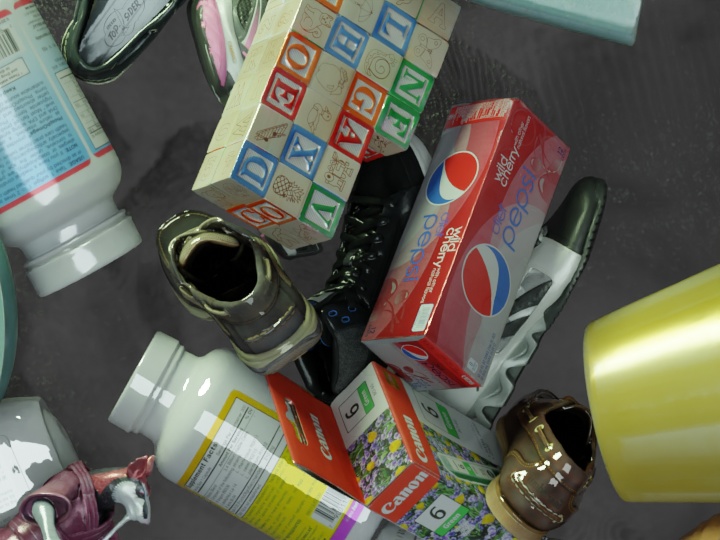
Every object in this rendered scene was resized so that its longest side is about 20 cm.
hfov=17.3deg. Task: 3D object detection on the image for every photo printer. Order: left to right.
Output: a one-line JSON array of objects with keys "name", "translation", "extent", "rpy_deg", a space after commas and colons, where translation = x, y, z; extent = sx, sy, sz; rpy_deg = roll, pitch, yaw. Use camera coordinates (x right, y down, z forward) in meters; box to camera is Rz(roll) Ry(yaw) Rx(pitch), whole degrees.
[{"name": "photo printer", "translation": [-0.264, 0.198, 1.692], "extent": [0.166, 0.069, 0.201], "rpy_deg": [-23, 96, 1]}]

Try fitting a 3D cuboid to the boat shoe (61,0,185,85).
[{"name": "boat shoe", "translation": [-0.145, -0.217, 1.650], "extent": [0.074, 0.066, 0.200], "rpy_deg": [39, 94, -4]}]

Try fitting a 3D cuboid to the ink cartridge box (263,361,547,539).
[{"name": "ink cartridge box", "translation": [0.030, 0.122, 1.587], "extent": [0.200, 0.109, 0.050], "rpy_deg": [33, 111, -34]}]

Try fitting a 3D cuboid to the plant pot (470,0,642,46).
[{"name": "plant pot", "translation": [0.103, -0.264, 1.594], "extent": [0.199, 0.196, 0.197], "rpy_deg": [10, 96, 5]}]

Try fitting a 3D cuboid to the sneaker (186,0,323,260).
[{"name": "sneaker", "translation": [-0.052, -0.106, 1.661], "extent": [0.086, 0.080, 0.201], "rpy_deg": [-18, 102, -10]}]

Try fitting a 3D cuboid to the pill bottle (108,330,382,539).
[{"name": "pill bottle", "translation": [-0.074, 0.122, 1.670], "extent": [0.199, 0.104, 0.105], "rpy_deg": [30, 95, -4]}]

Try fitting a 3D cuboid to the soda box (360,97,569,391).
[{"name": "soda box", "translation": [0.074, -0.019, 1.620], "extent": [0.070, 0.063, 0.201], "rpy_deg": [41, 58, -34]}]

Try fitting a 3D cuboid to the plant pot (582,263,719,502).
[{"name": "plant pot", "translation": [0.260, 0.080, 1.635], "extent": [0.188, 0.201, 0.202], "rpy_deg": [-13, 97, 15]}]

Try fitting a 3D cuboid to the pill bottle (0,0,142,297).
[{"name": "pill bottle", "translation": [-0.235, -0.088, 1.642], "extent": [0.108, 0.109, 0.201], "rpy_deg": [-28, 96, 2]}]

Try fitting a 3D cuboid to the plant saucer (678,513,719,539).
[{"name": "plant saucer", "translation": [0.228, 0.266, 1.649], "extent": [0.037, 0.200, 0.201], "rpy_deg": [8, 96, 16]}]

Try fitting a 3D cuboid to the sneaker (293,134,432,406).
[{"name": "sneaker", "translation": [0.000, 0.000, 1.642], "extent": [0.073, 0.112, 0.201], "rpy_deg": [-1, 90, 43]}]

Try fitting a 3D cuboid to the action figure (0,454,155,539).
[{"name": "action figure", "translation": [-0.220, 0.190, 1.626], "extent": [0.200, 0.134, 0.149], "rpy_deg": [-42, 52, -10]}]

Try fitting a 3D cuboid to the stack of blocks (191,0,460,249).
[{"name": "stack of blocks", "translation": [-0.021, -0.118, 1.610], "extent": [0.115, 0.058, 0.201], "rpy_deg": [30, 68, -24]}]

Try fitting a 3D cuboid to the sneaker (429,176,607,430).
[{"name": "sneaker", "translation": [0.101, 0.011, 1.674], "extent": [0.088, 0.074, 0.201], "rpy_deg": [30, 99, 0]}]

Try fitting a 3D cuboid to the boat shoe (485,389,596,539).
[{"name": "boat shoe", "translation": [0.134, 0.122, 1.621], "extent": [0.070, 0.200, 0.070], "rpy_deg": [38, 107, -6]}]

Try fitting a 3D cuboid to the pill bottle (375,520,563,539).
[{"name": "pill bottle", "translation": [0.107, 0.242, 1.662], "extent": [0.199, 0.114, 0.114], "rpy_deg": [6, 96, 12]}]

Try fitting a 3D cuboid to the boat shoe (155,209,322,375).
[{"name": "boat shoe", "translation": [-0.091, -0.004, 1.613], "extent": [0.074, 0.200, 0.073], "rpy_deg": [-38, 125, -10]}]

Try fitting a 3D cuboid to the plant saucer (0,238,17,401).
[{"name": "plant saucer", "translation": [-0.291, 0.023, 1.636], "extent": [0.027, 0.200, 0.201], "rpy_deg": [-8, 98, -40]}]
